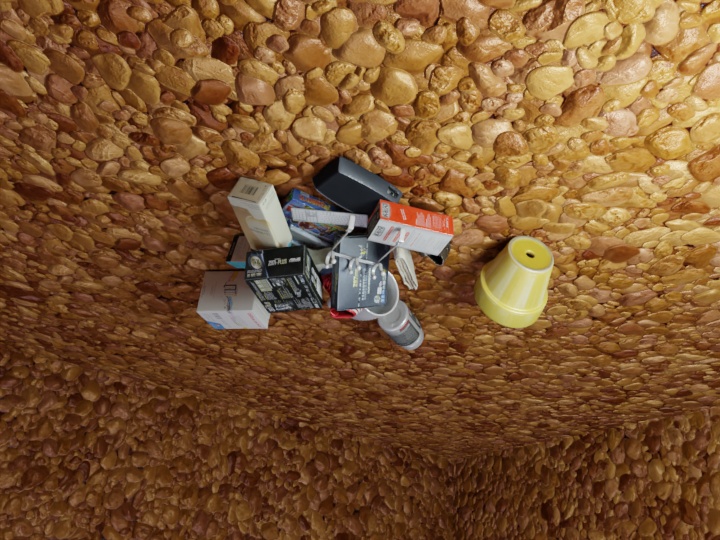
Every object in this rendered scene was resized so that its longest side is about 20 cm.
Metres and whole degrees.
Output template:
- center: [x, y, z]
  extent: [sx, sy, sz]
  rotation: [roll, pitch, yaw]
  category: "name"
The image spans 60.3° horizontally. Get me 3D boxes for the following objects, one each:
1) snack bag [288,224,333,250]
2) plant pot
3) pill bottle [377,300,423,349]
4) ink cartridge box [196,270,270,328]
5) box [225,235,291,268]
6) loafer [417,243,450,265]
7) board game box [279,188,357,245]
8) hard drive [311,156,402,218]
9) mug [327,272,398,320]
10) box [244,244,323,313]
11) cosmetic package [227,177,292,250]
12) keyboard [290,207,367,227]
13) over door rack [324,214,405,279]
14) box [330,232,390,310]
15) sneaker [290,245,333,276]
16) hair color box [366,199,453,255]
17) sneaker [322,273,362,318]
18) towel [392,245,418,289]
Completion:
- center: [-0.169, -0.071, 1.752]
  extent: [0.186, 0.022, 0.198]
  rotation: [26, 159, -32]
  category: "snack bag"
- center: [0.428, 0.018, 1.678]
  extent: [0.196, 0.204, 0.191]
  rotation: [9, 136, -6]
  category: "plant pot"
- center: [0.141, 0.190, 2.119]
  extent: [0.112, 0.116, 0.200]
  rotation: [-7, 150, 23]
  category: "pill bottle"
- center: [-0.403, 0.097, 2.020]
  extent: [0.195, 0.148, 0.148]
  rotation: [-1, 152, 13]
  category: "ink cartridge box"
- center: [-0.289, -0.051, 1.742]
  extent: [0.197, 0.084, 0.049]
  rotation: [2, 158, 39]
  category: "box"
- center: [0.178, -0.075, 1.661]
  extent: [0.072, 0.073, 0.198]
  rotation: [-20, 142, 40]
  category: "loafer"
- center: [-0.123, -0.138, 1.645]
  extent: [0.197, 0.035, 0.135]
  rotation: [22, 149, -27]
  category: "board game box"
- center: [-0.009, -0.194, 1.511]
  extent: [0.198, 0.043, 0.134]
  rotation: [25, 147, -31]
  category: "hard drive"
- center: [-0.009, 0.083, 1.894]
  extent: [0.196, 0.151, 0.175]
  rotation: [-7, 171, -31]
  category: "mug"
- center: [-0.198, 0.027, 1.647]
  extent: [0.160, 0.088, 0.201]
  rotation: [-7, 150, 10]
  category: "box"
- center: [-0.254, -0.134, 1.585]
  extent: [0.103, 0.072, 0.202]
  rotation: [14, 146, 23]
  category: "cosmetic package"
- center: [-0.079, -0.135, 1.583]
  extent: [0.195, 0.011, 0.056]
  rotation: [5, 158, 3]
  category: "keyboard"
- center: [0.005, -0.043, 1.529]
  extent: [0.145, 0.068, 0.201]
  rotation: [13, 147, -16]
  category: "over door rack"
- center: [0.000, 0.000, 1.674]
  extent: [0.155, 0.205, 0.051]
  rotation: [-3, -165, -28]
  category: "box"
- center: [-0.134, -0.019, 1.727]
  extent: [0.195, 0.076, 0.085]
  rotation: [4, 153, 15]
  category: "sneaker"
- center: [0.123, -0.105, 1.543]
  extent: [0.196, 0.062, 0.102]
  rotation: [11, 148, -16]
  category: "hair color box"
- center: [-0.075, 0.056, 1.750]
  extent: [0.198, 0.115, 0.079]
  rotation: [32, 137, 17]
  category: "sneaker"
- center: [0.113, -0.040, 1.677]
  extent: [0.034, 0.135, 0.201]
  rotation: [-16, 148, 9]
  category: "towel"
